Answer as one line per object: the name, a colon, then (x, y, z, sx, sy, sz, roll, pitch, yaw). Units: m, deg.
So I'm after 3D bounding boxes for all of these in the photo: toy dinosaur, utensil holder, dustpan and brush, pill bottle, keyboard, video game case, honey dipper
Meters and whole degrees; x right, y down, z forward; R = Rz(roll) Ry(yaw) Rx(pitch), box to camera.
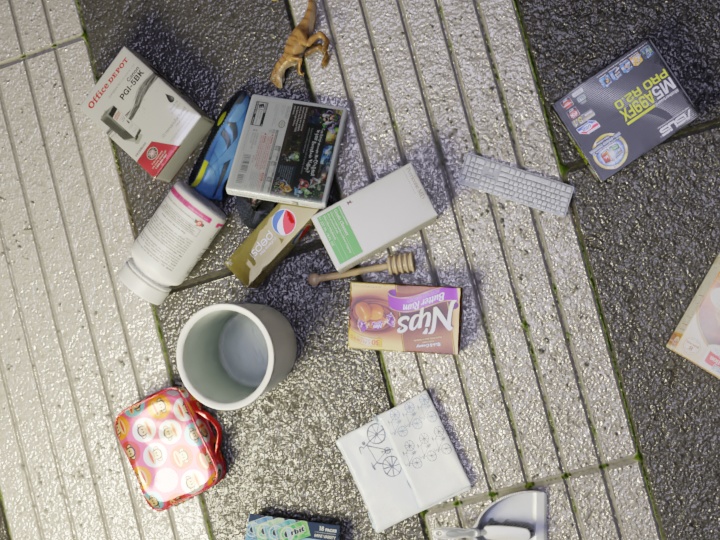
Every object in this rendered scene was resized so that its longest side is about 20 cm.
toy dinosaur: (-0.100, -0.419, 1.626, 0.105, 0.060, 0.203, 26, 93, 10)
utensil holder: (-0.206, 0.141, 1.567, 0.166, 0.200, 0.174, 0, 89, 8)
dustpan and brush: (0.223, 0.450, 1.566, 0.195, 0.057, 0.143, 0, 90, 9)
pill bottle: (-0.340, -0.047, 1.634, 0.113, 0.113, 0.201, 37, 95, 7)
keyboard: (0.271, -0.150, 1.589, 0.196, 0.011, 0.057, 19, 93, 8)
video game case: (-0.127, -0.212, 1.603, 0.178, 0.023, 0.204, 9, 65, 7)
honey dipper: (0.000, 0.000, 1.619, 0.195, 0.038, 0.039, -9, 88, 11)

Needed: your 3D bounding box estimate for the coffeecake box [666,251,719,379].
coffeecake box: (0.626, 0.081, 1.499, 0.152, 0.073, 0.203, 30, 95, 7)

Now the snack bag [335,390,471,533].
snack bag: (0.072, 0.339, 1.611, 0.197, 0.021, 0.192, -26, 86, 8)

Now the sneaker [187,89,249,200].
sneaker: (-0.239, -0.225, 1.653, 0.077, 0.066, 0.203, 26, 85, -23)

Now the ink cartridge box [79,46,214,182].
ink cartridge box: (-0.390, -0.283, 1.659, 0.199, 0.083, 0.148, 41, 96, 7)

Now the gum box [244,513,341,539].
gum box: (-0.129, 0.540, 1.586, 0.166, 0.045, 0.204, 5, 65, 6)

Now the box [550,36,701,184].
box: (0.447, -0.270, 1.545, 0.198, 0.044, 0.162, -33, 84, 8)

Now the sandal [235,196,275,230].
sandal: (-0.181, -0.175, 1.642, 0.074, 0.048, 0.205, 14, 91, 9)

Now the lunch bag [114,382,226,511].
lunch bag: (-0.333, 0.313, 1.646, 0.173, 0.082, 0.203, -25, 85, 7)

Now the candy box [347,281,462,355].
candy box: (0.079, 0.083, 1.595, 0.195, 0.056, 0.120, 3, 90, 10)

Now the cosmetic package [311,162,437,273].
cosmetic package: (0.025, -0.090, 1.577, 0.197, 0.085, 0.109, -30, 85, 0)

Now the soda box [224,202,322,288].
soda box: (-0.150, -0.061, 1.626, 0.064, 0.068, 0.200, 43, 96, 8)
